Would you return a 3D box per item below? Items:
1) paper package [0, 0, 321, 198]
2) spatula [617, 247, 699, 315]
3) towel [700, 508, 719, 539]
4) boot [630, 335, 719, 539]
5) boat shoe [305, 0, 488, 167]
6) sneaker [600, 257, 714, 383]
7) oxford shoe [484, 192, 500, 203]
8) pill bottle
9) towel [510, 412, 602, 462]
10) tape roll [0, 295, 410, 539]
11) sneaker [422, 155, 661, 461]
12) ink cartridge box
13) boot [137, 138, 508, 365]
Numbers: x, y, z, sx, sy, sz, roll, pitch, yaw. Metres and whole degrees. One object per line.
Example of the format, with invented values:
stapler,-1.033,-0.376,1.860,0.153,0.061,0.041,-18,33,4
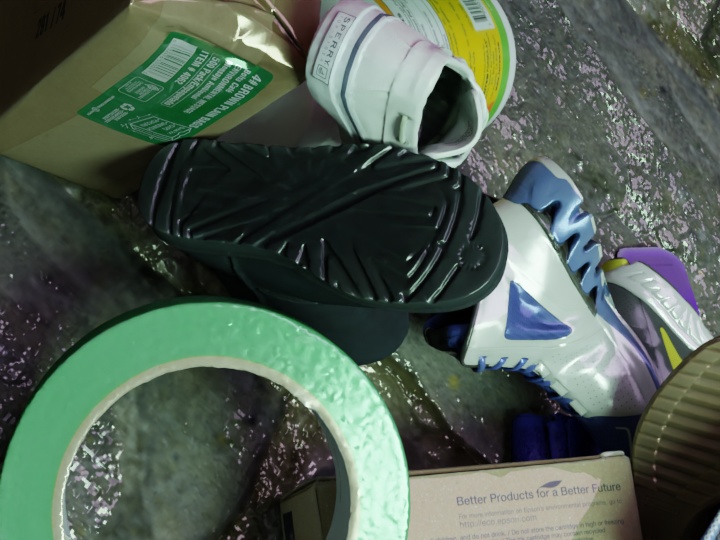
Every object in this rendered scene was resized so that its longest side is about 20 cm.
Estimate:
paper package,-0.110,-0.159,0.757,0.103,0.200,0.192,15,66,-33
spatula,0.228,0.079,1.065,0.056,0.021,0.201,-3,79,-23
towel,0.228,0.160,0.856,0.145,0.024,0.200,-53,154,-16
boot,0.222,0.116,0.913,0.166,0.072,0.201,-19,129,-58
boat shoe,0.029,-0.076,0.735,0.074,0.067,0.200,-64,163,4
sneaker,0.223,0.085,1.019,0.200,0.074,0.085,43,75,3
oxford shoe,0.003,-0.042,0.891,0.199,0.073,0.072,3,74,-38
pill bottle,-0.002,-0.118,0.867,0.200,0.111,0.112,-20,88,-52
towel,0.158,0.201,0.949,0.147,0.049,0.201,19,64,-32
tape roll,-0.076,0.113,0.722,0.199,0.048,0.202,-1,94,-9
sneaker,0.103,0.041,0.903,0.115,0.081,0.200,-29,108,-10
ink cartridge box,0.064,0.196,0.826,0.199,0.075,0.166,-1,74,-21
boot,0.000,0.000,0.765,0.168,0.199,0.077,48,56,-60
